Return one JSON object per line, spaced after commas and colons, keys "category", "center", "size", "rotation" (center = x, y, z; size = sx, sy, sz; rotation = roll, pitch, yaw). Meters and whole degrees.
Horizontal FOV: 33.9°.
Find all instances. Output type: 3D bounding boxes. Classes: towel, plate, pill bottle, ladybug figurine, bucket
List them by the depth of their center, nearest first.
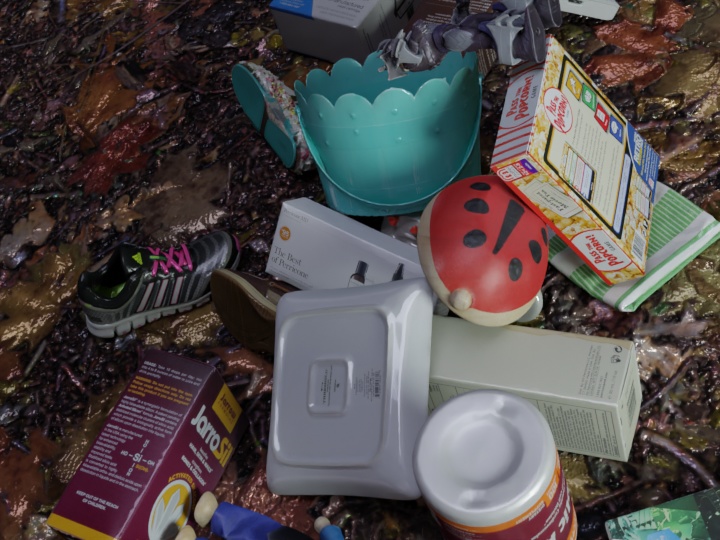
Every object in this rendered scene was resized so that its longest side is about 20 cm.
{"category": "pill bottle", "center": [0.118, 0.196, 0.977], "size": [0.113, 0.201, 0.115], "rotation": [-10, 52, 13]}
{"category": "ladybug figurine", "center": [0.123, -0.027, 1.107], "size": [0.135, 0.072, 0.201], "rotation": [35, 37, -7]}
{"category": "plate", "center": [-0.020, 0.110, 1.111], "size": [0.198, 0.032, 0.202], "rotation": [-7, 74, 41]}
{"category": "towel", "center": [0.256, -0.053, 1.232], "size": [0.152, 0.023, 0.200], "rotation": [-38, 51, -10]}
{"category": "bucket", "center": [0.036, -0.151, 1.268], "size": [0.204, 0.136, 0.208], "rotation": [-10, 21, 4]}

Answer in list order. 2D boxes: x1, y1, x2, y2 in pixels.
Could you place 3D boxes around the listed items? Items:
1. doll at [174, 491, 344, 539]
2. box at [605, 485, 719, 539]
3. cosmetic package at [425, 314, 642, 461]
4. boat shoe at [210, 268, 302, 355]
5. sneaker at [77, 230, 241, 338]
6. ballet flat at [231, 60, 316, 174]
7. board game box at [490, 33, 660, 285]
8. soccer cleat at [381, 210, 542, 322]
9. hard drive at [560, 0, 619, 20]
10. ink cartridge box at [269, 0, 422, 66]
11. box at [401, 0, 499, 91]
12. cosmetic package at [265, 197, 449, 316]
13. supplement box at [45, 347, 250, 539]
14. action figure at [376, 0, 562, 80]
{"category": "doll", "center": [-0.074, 0.276, 1.083], "size": [0.198, 0.049, 0.137], "rotation": [16, 52, 22]}
{"category": "box", "center": [0.319, 0.247, 0.973], "size": [0.198, 0.036, 0.145], "rotation": [-18, 51, 5]}
{"category": "cosmetic package", "center": [0.153, 0.108, 1.095], "size": [0.198, 0.104, 0.074], "rotation": [8, 56, 23]}
{"category": "boat shoe", "center": [-0.083, 0.046, 1.260], "size": [0.071, 0.073, 0.199], "rotation": [-21, 33, -38]}
{"category": "sneaker", "center": [-0.230, 0.002, 1.321], "size": [0.198, 0.088, 0.074], "rotation": [-24, 50, 0]}
{"category": "ballet flat", "center": [-0.094, -0.187, 1.441], "size": [0.063, 0.076, 0.201], "rotation": [-10, 48, -29]}
{"category": "board game box", "center": [0.214, -0.105, 1.144], "size": [0.046, 0.200, 0.153], "rotation": [-18, 43, 41]}
{"category": "soccer cleat", "center": [0.111, -0.014, 1.229], "size": [0.199, 0.070, 0.077], "rotation": [31, 27, 23]}
{"category": "hard drive", "center": [0.218, -0.382, 1.445], "size": [0.130, 0.027, 0.201], "rotation": [3, 42, -30]}
{"category": "ink cartridge box", "center": [0.000, -0.366, 1.520], "size": [0.145, 0.085, 0.201], "rotation": [19, 63, 31]}
{"category": "box", "center": [0.108, -0.271, 1.419], "size": [0.099, 0.075, 0.201], "rotation": [17, 60, 29]}
{"category": "cosmetic package", "center": [0.000, 0.000, 1.220], "size": [0.198, 0.050, 0.084], "rotation": [25, 108, 24]}
{"category": "supplement box", "center": [-0.201, 0.194, 1.151], "size": [0.085, 0.111, 0.201], "rotation": [13, 60, 27]}
{"category": "action figure", "center": [0.097, -0.232, 1.155], "size": [0.198, 0.070, 0.130], "rotation": [-5, 30, 38]}
